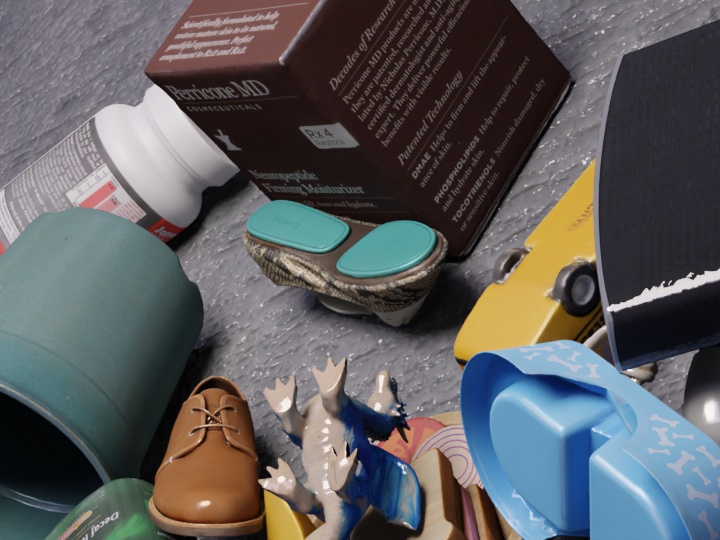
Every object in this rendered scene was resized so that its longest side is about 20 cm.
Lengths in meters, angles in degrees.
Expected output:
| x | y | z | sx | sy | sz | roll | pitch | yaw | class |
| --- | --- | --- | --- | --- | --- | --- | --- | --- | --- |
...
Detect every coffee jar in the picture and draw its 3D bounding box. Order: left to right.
| x | y | z | sx | sy | sz | roll | pitch | yaw | class |
| --- | --- | --- | --- | --- | --- | --- | --- | --- | --- |
| -0.130 | 0.215 | 1.230 | 0.104 | 0.085 | 0.200 | -44 | 31 | 1 | coffee jar |

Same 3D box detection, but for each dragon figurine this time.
| x | y | z | sx | sy | sz | roll | pitch | yaw | class |
| --- | --- | --- | --- | --- | --- | --- | --- | --- | --- |
| -0.005 | 0.116 | 1.092 | 0.059 | 0.099 | 0.200 | -25 | 44 | 18 | dragon figurine |

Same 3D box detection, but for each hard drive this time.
| x | y | z | sx | sy | sz | roll | pitch | yaw | class |
| --- | --- | --- | --- | --- | --- | --- | --- | --- | --- |
| 0.180 | -0.051 | 1.045 | 0.135 | 0.042 | 0.200 | -19 | 44 | 30 | hard drive |

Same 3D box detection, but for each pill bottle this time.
| x | y | z | sx | sy | sz | roll | pitch | yaw | class |
| --- | --- | --- | --- | --- | --- | --- | --- | --- | --- |
| -0.199 | -0.059 | 1.616 | 0.200 | 0.116 | 0.116 | -36 | 31 | 13 | pill bottle |

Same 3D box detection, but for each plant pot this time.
| x | y | z | sx | sy | sz | roll | pitch | yaw | class |
| --- | --- | --- | --- | --- | --- | --- | --- | --- | --- |
| -0.214 | 0.071 | 1.418 | 0.200 | 0.200 | 0.196 | -17 | 33 | 38 | plant pot |

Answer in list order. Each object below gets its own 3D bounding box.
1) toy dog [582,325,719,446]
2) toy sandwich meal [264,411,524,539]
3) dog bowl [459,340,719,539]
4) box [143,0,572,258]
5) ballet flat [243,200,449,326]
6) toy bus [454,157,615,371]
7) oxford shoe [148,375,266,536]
| x | y | z | sx | sy | sz | roll | pitch | yaw | class |
| --- | --- | --- | --- | --- | --- | --- | --- | --- | --- |
| 0.208 | 0.014 | 1.095 | 0.132 | 0.096 | 0.200 | 10 | 74 | 48 | toy dog |
| 0.013 | 0.149 | 1.155 | 0.205 | 0.070 | 0.205 | -30 | 33 | 22 | toy sandwich meal |
| 0.126 | 0.106 | 1.025 | 0.050 | 0.112 | 0.200 | -21 | 35 | -24 | dog bowl |
| 0.001 | -0.133 | 1.387 | 0.166 | 0.200 | 0.164 | 3 | 55 | 52 | box |
| 0.000 | 0.000 | 1.351 | 0.068 | 0.075 | 0.200 | -42 | 32 | -26 | ballet flat |
| 0.141 | -0.005 | 1.170 | 0.200 | 0.078 | 0.065 | -49 | 32 | -19 | toy bus |
| -0.095 | 0.114 | 1.261 | 0.071 | 0.071 | 0.200 | 1 | 13 | -7 | oxford shoe |
